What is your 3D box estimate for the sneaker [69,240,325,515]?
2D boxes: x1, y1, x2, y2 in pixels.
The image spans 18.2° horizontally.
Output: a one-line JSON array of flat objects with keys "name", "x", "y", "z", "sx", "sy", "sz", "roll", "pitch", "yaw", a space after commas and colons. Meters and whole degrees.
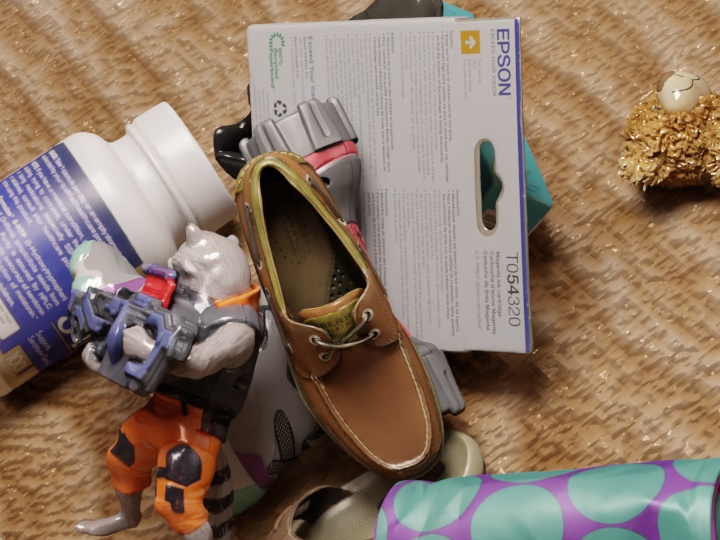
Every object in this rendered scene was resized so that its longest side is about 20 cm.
[{"name": "sneaker", "x": -0.079, "y": 0.034, "z": 1.358, "sx": 0.140, "sy": 0.078, "sz": 0.200, "roll": -37, "pitch": 71, "yaw": 5}]

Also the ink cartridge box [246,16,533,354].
[{"name": "ink cartridge box", "x": 0.023, "y": -0.052, "z": 1.345, "sx": 0.199, "sy": 0.197, "sz": 0.043, "roll": 3, "pitch": 8, "yaw": 34}]

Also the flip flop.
[{"name": "flip flop", "x": -0.015, "y": 0.152, "z": 1.270, "sx": 0.200, "sy": 0.058, "sz": 0.081, "roll": -37, "pitch": 45, "yaw": -10}]

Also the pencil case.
[{"name": "pencil case", "x": 0.110, "y": 0.151, "z": 1.192, "sx": 0.199, "sy": 0.093, "sz": 0.085, "roll": -5, "pitch": 7, "yaw": 23}]

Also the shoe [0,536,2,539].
[{"name": "shoe", "x": -0.234, "y": 0.230, "z": 1.316, "sx": 0.070, "sy": 0.053, "sz": 0.200, "roll": -41, "pitch": 30, "yaw": 35}]

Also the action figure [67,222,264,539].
[{"name": "action figure", "x": -0.105, "y": 0.067, "z": 1.267, "sx": 0.200, "sy": 0.104, "sz": 0.194, "roll": -146, "pitch": 67, "yaw": -65}]

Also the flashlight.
[{"name": "flashlight", "x": 0.000, "y": 0.000, "z": 1.308, "sx": 0.068, "sy": 0.068, "sz": 0.200, "roll": -26, "pitch": 83, "yaw": -5}]

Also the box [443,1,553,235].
[{"name": "box", "x": 0.055, "y": -0.085, "z": 1.431, "sx": 0.082, "sy": 0.049, "sz": 0.200, "roll": -52, "pitch": 36, "yaw": 28}]

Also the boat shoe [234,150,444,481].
[{"name": "boat shoe", "x": -0.017, "y": 0.029, "z": 1.244, "sx": 0.072, "sy": 0.068, "sz": 0.200, "roll": -30, "pitch": 87, "yaw": -1}]

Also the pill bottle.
[{"name": "pill bottle", "x": -0.187, "y": -0.019, "z": 1.463, "sx": 0.200, "sy": 0.120, "sz": 0.120, "roll": -34, "pitch": 44, "yaw": -6}]

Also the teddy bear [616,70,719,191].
[{"name": "teddy bear", "x": 0.253, "y": -0.089, "z": 1.354, "sx": 0.200, "sy": 0.067, "sz": 0.145, "roll": 18, "pitch": 57, "yaw": 36}]

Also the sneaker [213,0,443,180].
[{"name": "sneaker", "x": -0.021, "y": -0.115, "z": 1.432, "sx": 0.200, "sy": 0.091, "sz": 0.076, "roll": -50, "pitch": 35, "yaw": 30}]
